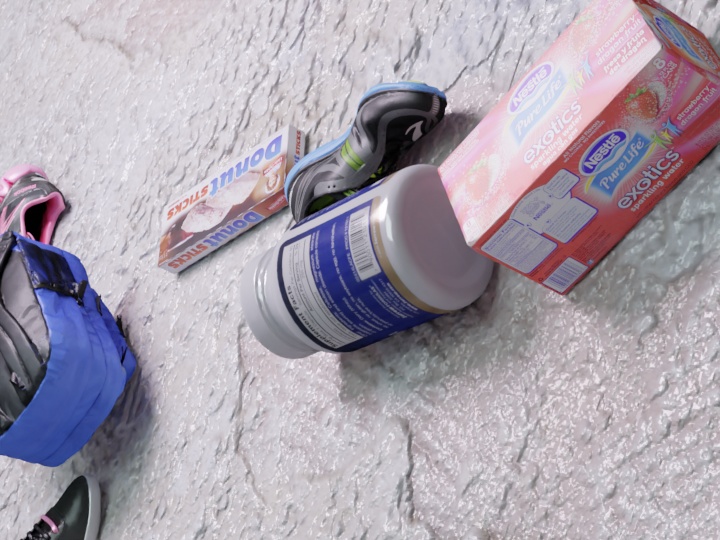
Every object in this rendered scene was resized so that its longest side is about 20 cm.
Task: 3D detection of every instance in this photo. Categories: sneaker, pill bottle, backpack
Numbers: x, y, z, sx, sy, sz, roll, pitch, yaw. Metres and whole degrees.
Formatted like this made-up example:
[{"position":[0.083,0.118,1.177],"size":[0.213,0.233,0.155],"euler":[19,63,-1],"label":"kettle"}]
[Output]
[{"position":[-0.323,0.276,1.663],"size":[0.071,0.099,0.201],"euler":[26,89,57],"label":"sneaker"},{"position":[0.009,-0.090,1.485],"size":[0.199,0.070,0.083],"euler":[-41,46,38],"label":"sneaker"},{"position":[-0.393,-0.019,1.971],"size":[0.095,0.079,0.201],"euler":[26,92,44],"label":"sneaker"},{"position":[0.000,0.000,1.392],"size":[0.199,0.115,0.116],"euler":[-23,52,44],"label":"pill bottle"},{"position":[-0.303,0.085,1.695],"size":[0.163,0.167,0.200],"euler":[-53,40,20],"label":"backpack"}]

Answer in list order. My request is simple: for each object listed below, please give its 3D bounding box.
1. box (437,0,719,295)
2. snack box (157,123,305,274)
[{"position":[0.162,-0.093,1.249],"size":[0.200,0.102,0.095],"euler":[-48,38,25],"label":"box"},{"position":[-0.125,-0.066,1.678],"size":[0.200,0.024,0.072],"euler":[-29,47,41],"label":"snack box"}]
